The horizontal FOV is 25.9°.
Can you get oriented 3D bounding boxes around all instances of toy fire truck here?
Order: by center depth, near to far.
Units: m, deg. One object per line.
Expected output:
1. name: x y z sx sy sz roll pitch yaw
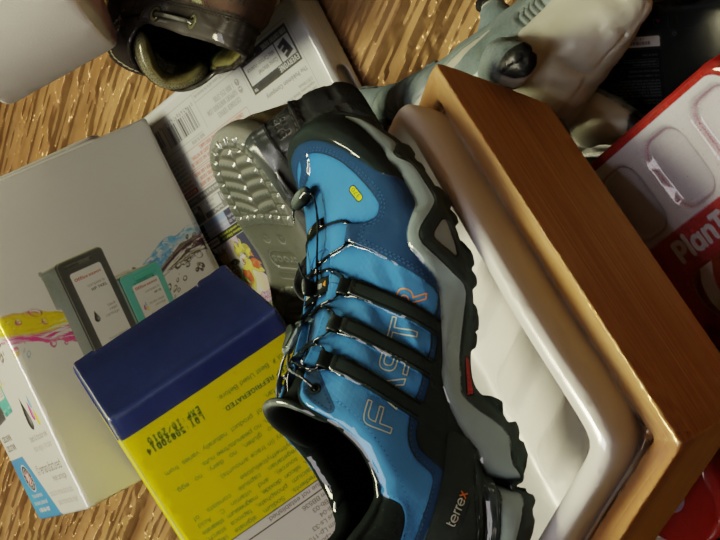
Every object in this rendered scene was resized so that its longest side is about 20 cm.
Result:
1. toy fire truck: 0.154 0.013 0.680 0.169 0.112 0.200 56 149 6

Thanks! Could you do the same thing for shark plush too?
1. shark plush: 0.068 -0.096 0.753 0.200 0.090 0.084 -23 54 60

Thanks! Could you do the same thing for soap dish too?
1. soap dish: 0.069 0.035 0.666 0.201 0.080 0.158 61 148 32

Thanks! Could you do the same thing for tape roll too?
1. tape roll: -0.211 -0.195 0.853 0.204 0.070 0.202 63 -179 -2

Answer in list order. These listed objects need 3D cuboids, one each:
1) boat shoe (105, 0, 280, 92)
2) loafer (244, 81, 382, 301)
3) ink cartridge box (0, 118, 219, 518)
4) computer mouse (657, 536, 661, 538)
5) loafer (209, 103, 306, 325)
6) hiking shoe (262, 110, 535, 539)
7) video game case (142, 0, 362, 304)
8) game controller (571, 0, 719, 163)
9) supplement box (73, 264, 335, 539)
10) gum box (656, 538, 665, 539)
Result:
1. boat shoe: -0.108 -0.137 0.895 0.073 0.065 0.200 26 164 -21
2. loafer: 0.000 0.000 0.800 0.068 0.070 0.202 -115 2 -59
3. ink cartridge box: -0.173 0.034 1.008 0.202 0.145 0.147 64 155 0
4. computer mouse: 0.134 0.101 0.792 0.201 0.109 0.044 58 150 22
5. loafer: -0.013 -0.007 0.867 0.075 0.070 0.201 13 135 43
6. hiking shoe: 0.000 0.028 0.611 0.074 0.086 0.202 -52 53 57
7. video game case: -0.047 -0.045 0.950 0.199 0.023 0.184 -29 88 49
8. game controller: 0.136 -0.074 0.737 0.199 0.042 0.106 3 99 45
9. supplement box: -0.061 0.118 0.895 0.201 0.108 0.109 62 168 -21
10. gum box: 0.123 0.165 0.846 0.200 0.066 0.114 46 138 19
